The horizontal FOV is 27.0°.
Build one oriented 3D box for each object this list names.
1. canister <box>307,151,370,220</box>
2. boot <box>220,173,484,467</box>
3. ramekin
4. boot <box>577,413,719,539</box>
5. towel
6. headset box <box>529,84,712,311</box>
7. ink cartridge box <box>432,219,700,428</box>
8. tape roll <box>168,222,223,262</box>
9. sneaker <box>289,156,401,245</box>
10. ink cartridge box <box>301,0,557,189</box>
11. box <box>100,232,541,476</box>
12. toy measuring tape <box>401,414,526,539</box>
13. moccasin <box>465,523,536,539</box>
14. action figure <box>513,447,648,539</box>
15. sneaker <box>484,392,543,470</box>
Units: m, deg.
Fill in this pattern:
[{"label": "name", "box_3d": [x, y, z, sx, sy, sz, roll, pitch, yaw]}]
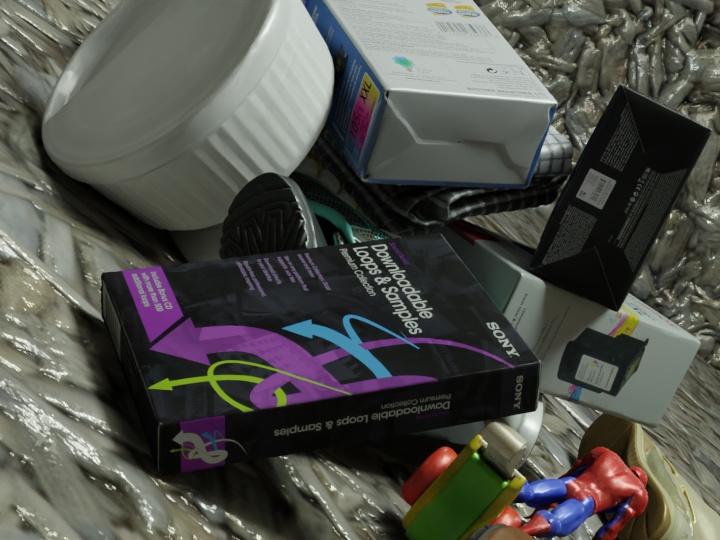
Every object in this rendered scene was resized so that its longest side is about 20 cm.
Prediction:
[{"label": "canister", "box_3d": [-0.016, -0.040, 1.280, 0.200, 0.087, 0.149, 38, 12, -25]}, {"label": "boot", "box_3d": [0.002, 0.039, 0.960, 0.200, 0.066, 0.165, 20, 54, -53]}, {"label": "ramekin", "box_3d": [-0.107, -0.117, 1.001, 0.094, 0.202, 0.202, 47, 6, -37]}, {"label": "boot", "box_3d": [0.281, 0.216, 1.347, 0.155, 0.073, 0.200, 37, 14, -21]}, {"label": "towel", "box_3d": [0.049, -0.109, 1.168, 0.165, 0.086, 0.200, -8, 41, -32]}, {"label": "headset box", "box_3d": [0.198, -0.062, 1.155, 0.075, 0.149, 0.200, 27, 10, 5]}, {"label": "ink cartridge box", "box_3d": [0.143, 0.037, 1.181, 0.200, 0.083, 0.146, 19, 12, -34]}, {"label": "tape roll", "box_3d": [-0.055, 0.006, 1.093, 0.203, 0.037, 0.203, 41, 11, -10]}, {"label": "sneaker", "box_3d": [0.000, 0.000, 1.049, 0.200, 0.078, 0.091, 33, 16, 2]}, {"label": "ink cartridge box", "box_3d": [0.033, -0.144, 1.065, 0.136, 0.076, 0.200, 1, 38, -26]}, {"label": "box", "box_3d": [-0.024, 0.036, 0.786, 0.199, 0.036, 0.143, -7, 32, -19]}, {"label": "toy measuring tape", "box_3d": [0.057, 0.130, 0.849, 0.074, 0.074, 0.200, 44, -11, 12]}, {"label": "moccasin", "box_3d": [0.088, 0.188, 0.820, 0.078, 0.074, 0.201, 38, -1, 26]}, {"label": "action figure", "box_3d": [0.128, 0.176, 1.038, 0.200, 0.099, 0.065, -8, 49, -46]}, {"label": "sneaker", "box_3d": [0.084, 0.097, 1.181, 0.084, 0.073, 0.200, 22, 13, -14]}]
